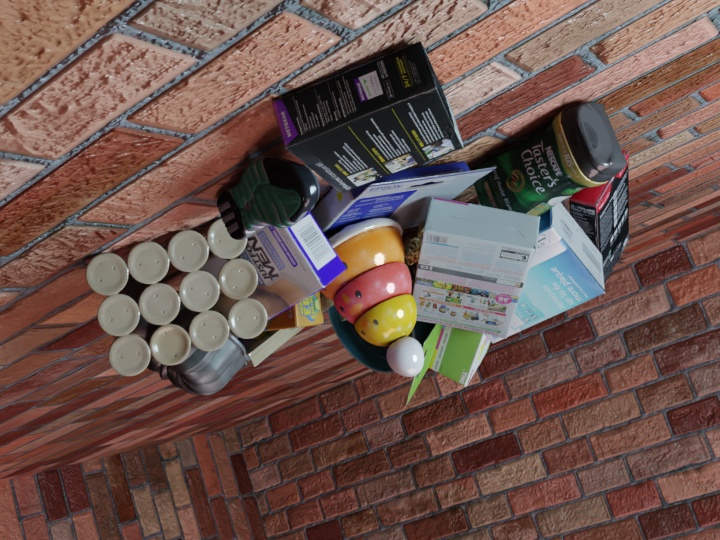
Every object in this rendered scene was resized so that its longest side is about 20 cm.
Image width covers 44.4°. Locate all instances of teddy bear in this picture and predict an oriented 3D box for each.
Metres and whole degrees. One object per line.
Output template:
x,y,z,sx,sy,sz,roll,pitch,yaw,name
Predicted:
0.127,-0.049,1.382,0.146,0.066,0.200,-58,157,1,teddy bear

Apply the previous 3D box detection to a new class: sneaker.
-0.081,-0.087,0.939,0.087,0.075,0.199,-25,-172,-31,sneaker

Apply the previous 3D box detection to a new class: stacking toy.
0.029,0.046,1.154,0.145,0.201,0.146,-25,160,-10,stacking toy

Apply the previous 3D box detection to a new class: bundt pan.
-0.248,0.095,1.161,0.076,0.201,0.202,-56,-176,-23,bundt pan

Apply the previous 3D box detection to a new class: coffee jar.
0.247,-0.135,1.160,0.085,0.106,0.199,-7,163,-45,coffee jar

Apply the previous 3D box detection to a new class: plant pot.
0.074,0.046,1.520,0.187,0.202,0.200,-28,177,-40,plant pot

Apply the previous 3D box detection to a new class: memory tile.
-0.219,0.032,1.063,0.197,0.155,0.017,-17,-172,-12,memory tile

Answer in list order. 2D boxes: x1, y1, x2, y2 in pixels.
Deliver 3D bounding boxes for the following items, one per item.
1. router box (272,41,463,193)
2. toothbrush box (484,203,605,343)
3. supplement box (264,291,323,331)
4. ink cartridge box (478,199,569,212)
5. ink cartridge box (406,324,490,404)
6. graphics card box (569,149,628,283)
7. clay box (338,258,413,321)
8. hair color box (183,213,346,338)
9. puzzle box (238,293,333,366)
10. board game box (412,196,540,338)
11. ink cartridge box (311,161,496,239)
0.015,-0.143,0.873,0.147,0.052,0.200,-20,168,10,router box
0.235,-0.001,1.298,0.199,0.146,0.086,-27,-150,32,toothbrush box
-0.152,0.062,1.383,0.198,0.068,0.068,-9,177,36,supplement box
0.289,-0.064,1.447,0.082,0.148,0.199,-25,167,29,ink cartridge box
0.156,0.125,1.430,0.200,0.075,0.149,-49,159,-47,ink cartridge box
0.381,-0.079,1.396,0.126,0.050,0.201,-54,145,-28,graphics card box
0.000,0.000,1.347,0.047,0.116,0.200,-11,165,-31,clay box
-0.127,0.004,1.135,0.199,0.110,0.065,-30,-175,38,hair color box
-0.146,0.091,1.468,0.199,0.026,0.132,-37,-157,-34,puzzle box
0.150,0.001,1.198,0.145,0.065,0.201,11,141,4,board game box
0.044,-0.098,1.154,0.196,0.048,0.200,-11,164,-31,ink cartridge box
